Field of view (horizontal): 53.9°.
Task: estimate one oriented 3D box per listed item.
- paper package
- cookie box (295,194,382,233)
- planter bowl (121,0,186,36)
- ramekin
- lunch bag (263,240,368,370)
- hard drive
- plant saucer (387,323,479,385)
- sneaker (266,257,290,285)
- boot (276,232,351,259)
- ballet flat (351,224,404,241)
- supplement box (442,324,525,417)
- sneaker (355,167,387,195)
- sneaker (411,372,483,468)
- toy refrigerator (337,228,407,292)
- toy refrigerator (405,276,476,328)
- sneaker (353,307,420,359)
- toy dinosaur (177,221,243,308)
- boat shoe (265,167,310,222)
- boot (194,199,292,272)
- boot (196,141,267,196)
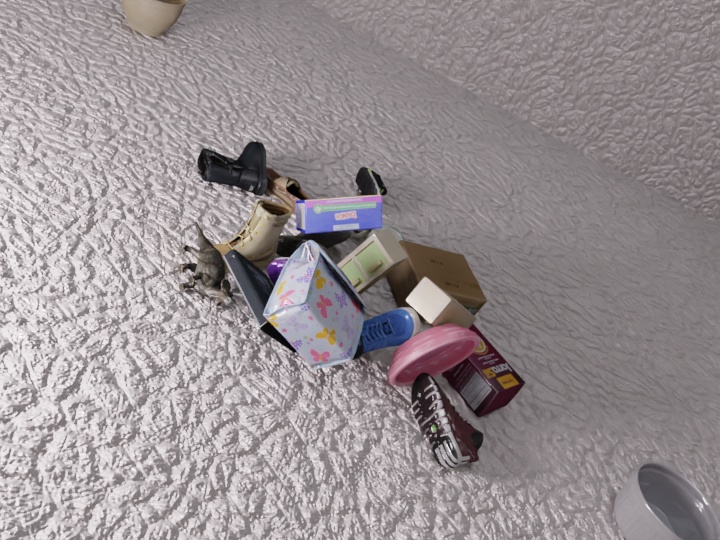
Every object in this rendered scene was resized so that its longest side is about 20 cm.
[{"bbox_3d":[0.180,0.036,1.739,0.199,0.104,0.191,12,37,-27],"label":"paper package"},{"bbox_3d":[-0.052,-0.126,1.579,0.170,0.076,0.200,-4,6,-11],"label":"cookie box"},{"bbox_3d":[-0.664,-0.828,2.236,0.199,0.135,0.201,21,34,-14],"label":"planter bowl"},{"bbox_3d":[0.612,0.501,1.436,0.199,0.105,0.201,21,34,-15],"label":"ramekin"},{"bbox_3d":[-0.073,0.056,1.355,0.170,0.126,0.201,53,32,-28],"label":"lunch bag"},{"bbox_3d":[-0.191,0.060,1.410,0.200,0.033,0.140,56,5,36],"label":"hard drive"},{"bbox_3d":[0.142,0.166,1.431,0.199,0.201,0.051,-3,58,-40],"label":"plant saucer"},{"bbox_3d":[-0.130,0.050,1.482,0.200,0.081,0.088,44,29,17],"label":"sneaker"},{"bbox_3d":[-0.087,-0.062,1.676,0.181,0.073,0.199,27,22,29],"label":"boot"},{"bbox_3d":[0.021,-0.092,1.806,0.199,0.070,0.069,28,26,36],"label":"ballet flat"},{"bbox_3d":[0.249,0.211,1.566,0.110,0.086,0.200,-7,47,-44],"label":"supplement box"},{"bbox_3d":[0.047,-0.236,2.040,0.082,0.072,0.201,15,35,-24],"label":"sneaker"},{"bbox_3d":[0.178,0.300,1.412,0.115,0.076,0.201,11,47,-36],"label":"sneaker"},{"bbox_3d":[0.000,0.000,1.530,0.070,0.200,0.076,-23,77,-54],"label":"toy refrigerator"},{"bbox_3d":[0.167,0.083,1.459,0.076,0.070,0.200,42,4,26],"label":"toy refrigerator"},{"bbox_3d":[0.023,0.129,1.416,0.111,0.199,0.077,-13,85,-41],"label":"sneaker"},{"bbox_3d":[-0.308,-0.001,1.420,0.102,0.077,0.201,7,51,-39],"label":"toy dinosaur"},{"bbox_3d":[-0.184,-0.205,1.812,0.075,0.072,0.200,-13,52,-48],"label":"boat shoe"},{"bbox_3d":[-0.245,-0.075,1.502,0.199,0.156,0.073,-5,45,-42],"label":"boot"},{"bbox_3d":[-0.327,-0.281,1.799,0.167,0.077,0.201,16,40,-28],"label":"boot"}]
